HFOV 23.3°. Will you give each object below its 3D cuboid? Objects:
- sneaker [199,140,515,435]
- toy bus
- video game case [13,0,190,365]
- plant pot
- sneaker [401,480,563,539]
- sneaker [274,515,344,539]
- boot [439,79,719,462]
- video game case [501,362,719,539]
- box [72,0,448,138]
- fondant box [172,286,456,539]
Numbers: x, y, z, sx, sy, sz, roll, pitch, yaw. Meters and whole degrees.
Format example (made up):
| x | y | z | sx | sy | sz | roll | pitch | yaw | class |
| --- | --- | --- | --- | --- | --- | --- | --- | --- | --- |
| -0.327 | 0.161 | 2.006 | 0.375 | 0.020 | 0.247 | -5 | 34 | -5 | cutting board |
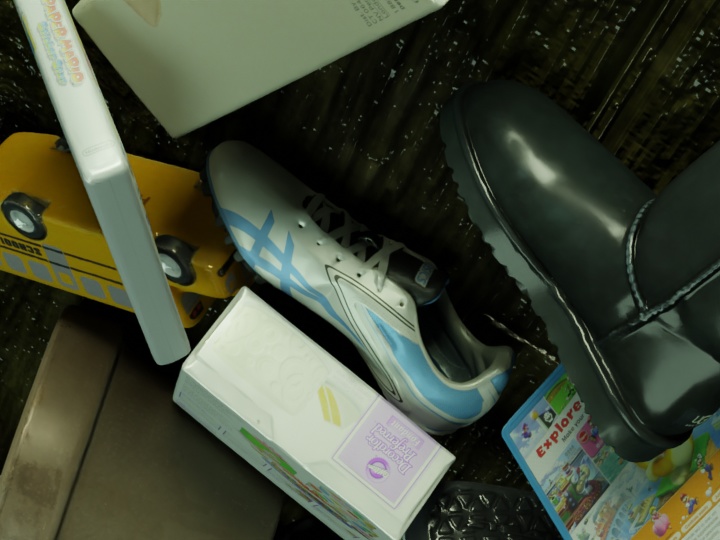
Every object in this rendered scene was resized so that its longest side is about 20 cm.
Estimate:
| x | y | z | sx | sy | sz | roll | pitch | yaw | class |
| --- | --- | --- | --- | --- | --- | --- | --- | --- | --- |
| 0.000 | 0.000 | 0.914 | 0.200 | 0.072 | 0.072 | 44 | 121 | -7 | sneaker |
| -0.139 | -0.023 | 1.003 | 0.198 | 0.065 | 0.079 | 16 | 142 | 29 | toy bus |
| -0.134 | -0.072 | 0.850 | 0.200 | 0.023 | 0.183 | 83 | 164 | -64 | video game case |
| -0.141 | 0.142 | 1.122 | 0.173 | 0.202 | 0.201 | 19 | 147 | -6 | plant pot |
| 0.112 | 0.164 | 0.981 | 0.198 | 0.072 | 0.083 | 18 | 155 | -1 | sneaker |
| 0.028 | 0.224 | 1.141 | 0.198 | 0.077 | 0.112 | 23 | 135 | 4 | sneaker |
| 0.136 | -0.031 | 0.728 | 0.162 | 0.073 | 0.200 | -39 | 73 | 38 | boot |
| 0.153 | 0.099 | 0.765 | 0.143 | 0.018 | 0.201 | -51 | 50 | 26 | video game case |
| -0.028 | -0.135 | 0.742 | 0.078 | 0.095 | 0.199 | 50 | 143 | -17 | box |
| -0.033 | 0.088 | 0.986 | 0.144 | 0.058 | 0.200 | 39 | 170 | -1 | fondant box |
